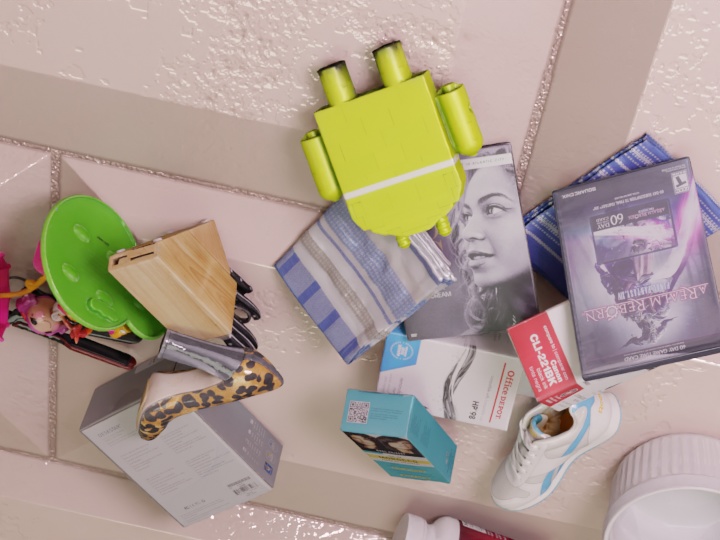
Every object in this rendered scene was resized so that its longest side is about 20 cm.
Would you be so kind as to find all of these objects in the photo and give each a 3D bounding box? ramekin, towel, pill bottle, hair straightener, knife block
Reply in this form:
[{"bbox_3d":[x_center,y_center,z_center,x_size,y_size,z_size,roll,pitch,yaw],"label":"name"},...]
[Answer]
[{"bbox_3d":[0.385,0.285,1.672,0.197,0.106,0.202,5,129,6],"label":"ramekin"},{"bbox_3d":[0.000,0.000,1.516,0.148,0.024,0.200,53,131,4],"label":"towel"},{"bbox_3d":[0.266,-0.042,1.478,0.144,0.024,0.199,39,125,-22],"label":"towel"},{"bbox_3d":[0.137,0.380,1.791,0.198,0.114,0.114,20,130,-7],"label":"pill bottle"},{"bbox_3d":[-0.349,0.048,1.670,0.198,0.041,0.078,21,109,0],"label":"hair straightener"},{"bbox_3d":[-0.179,0.042,1.539,0.063,0.200,0.178,-15,96,21],"label":"knife block"}]

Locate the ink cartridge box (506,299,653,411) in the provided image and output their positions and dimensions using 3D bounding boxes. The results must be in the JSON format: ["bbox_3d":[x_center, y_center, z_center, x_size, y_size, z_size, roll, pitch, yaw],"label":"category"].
[{"bbox_3d":[0.266,0.063,1.455,0.198,0.085,0.144,-27,164,12],"label":"ink cartridge box"}]

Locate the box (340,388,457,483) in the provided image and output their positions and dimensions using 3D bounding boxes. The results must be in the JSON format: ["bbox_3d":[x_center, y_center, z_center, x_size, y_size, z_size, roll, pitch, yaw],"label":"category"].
[{"bbox_3d":[0.047,0.193,1.632,0.081,0.050,0.200,4,159,21],"label":"box"}]

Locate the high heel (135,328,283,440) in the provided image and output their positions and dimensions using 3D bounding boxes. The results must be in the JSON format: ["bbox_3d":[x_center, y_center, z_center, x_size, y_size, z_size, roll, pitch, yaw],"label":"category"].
[{"bbox_3d":[-0.174,0.151,1.591,0.141,0.072,0.201,17,137,-9],"label":"high heel"}]

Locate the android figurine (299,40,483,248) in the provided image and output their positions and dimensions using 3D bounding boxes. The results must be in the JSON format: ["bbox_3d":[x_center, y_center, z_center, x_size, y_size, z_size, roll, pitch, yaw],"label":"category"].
[{"bbox_3d":[0.032,-0.120,1.409,0.180,0.041,0.202,-18,104,19],"label":"android figurine"}]

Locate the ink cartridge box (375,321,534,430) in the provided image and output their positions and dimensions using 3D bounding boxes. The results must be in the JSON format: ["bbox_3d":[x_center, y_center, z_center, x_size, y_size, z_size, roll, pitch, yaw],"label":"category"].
[{"bbox_3d":[0.122,0.108,1.600,0.197,0.067,0.117,11,129,2],"label":"ink cartridge box"}]

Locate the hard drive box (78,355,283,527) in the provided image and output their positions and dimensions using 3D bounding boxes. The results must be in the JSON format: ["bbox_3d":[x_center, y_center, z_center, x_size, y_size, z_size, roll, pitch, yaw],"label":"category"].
[{"bbox_3d":[-0.218,0.206,1.739,0.155,0.077,0.200,-26,121,28],"label":"hard drive box"}]

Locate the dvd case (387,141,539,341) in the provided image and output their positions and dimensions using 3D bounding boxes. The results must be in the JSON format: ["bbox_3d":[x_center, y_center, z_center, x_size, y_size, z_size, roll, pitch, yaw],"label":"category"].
[{"bbox_3d":[0.102,-0.027,1.486,0.147,0.016,0.203,-7,108,16],"label":"dvd case"}]

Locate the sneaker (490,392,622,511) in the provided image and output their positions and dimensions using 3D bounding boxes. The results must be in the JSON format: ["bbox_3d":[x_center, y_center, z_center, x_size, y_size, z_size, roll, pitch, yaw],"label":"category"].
[{"bbox_3d":[0.210,0.202,1.645,0.080,0.077,0.200,19,124,-34],"label":"sneaker"}]

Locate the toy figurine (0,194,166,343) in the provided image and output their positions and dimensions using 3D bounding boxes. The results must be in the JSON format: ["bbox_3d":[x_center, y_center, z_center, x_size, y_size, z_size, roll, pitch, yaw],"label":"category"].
[{"bbox_3d":[-0.342,0.027,1.590,0.182,0.152,0.200,-18,138,33],"label":"toy figurine"}]

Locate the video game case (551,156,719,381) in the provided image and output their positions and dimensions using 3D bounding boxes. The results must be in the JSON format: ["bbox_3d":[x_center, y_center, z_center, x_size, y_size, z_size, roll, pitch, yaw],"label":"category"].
[{"bbox_3d":[0.270,-0.003,1.380,0.141,0.203,0.019,-14,154,17],"label":"video game case"}]
